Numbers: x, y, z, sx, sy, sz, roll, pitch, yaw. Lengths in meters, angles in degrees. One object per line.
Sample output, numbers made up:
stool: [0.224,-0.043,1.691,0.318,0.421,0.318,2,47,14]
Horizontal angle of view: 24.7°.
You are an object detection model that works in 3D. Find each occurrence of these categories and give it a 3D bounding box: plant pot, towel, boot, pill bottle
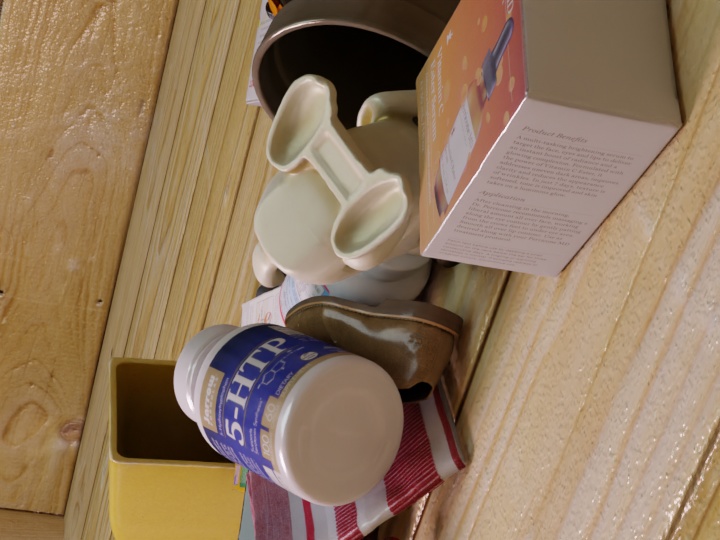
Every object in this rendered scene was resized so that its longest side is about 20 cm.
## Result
plant pot: [-0.223,0.249,2.025,0.196,0.192,0.201,-102,21,-53]
towel: [-0.009,0.166,1.349,0.199,0.023,0.145,-36,32,13]
plant pot: [0.028,-0.202,1.374,0.200,0.198,0.175,124,166,-58]
boot: [-0.002,0.067,1.381,0.199,0.073,0.076,0,69,50]
pill bottle: [-0.067,0.108,1.347,0.199,0.119,0.121,16,98,53]
pill bottle: [0.000,0.000,1.467,0.200,0.108,0.110,129,147,-61]

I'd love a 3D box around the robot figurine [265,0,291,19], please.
robot figurine: [-0.043,-0.223,1.605,0.201,0.058,0.146,59,172,43]

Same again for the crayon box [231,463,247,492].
crayon box: [-0.091,0.185,1.813,0.200,0.051,0.127,159,119,-72]

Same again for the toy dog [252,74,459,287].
toy dog: [0.024,-0.051,1.278,0.140,0.199,0.195,44,120,26]

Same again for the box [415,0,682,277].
box: [0.117,-0.114,1.096,0.200,0.105,0.154,121,154,-56]

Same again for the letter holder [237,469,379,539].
letter holder: [-0.027,0.192,1.485,0.142,0.100,0.202,32,-117,-60]

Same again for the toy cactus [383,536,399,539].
toy cactus: [-0.018,0.325,1.327,0.102,0.200,0.166,15,140,55]

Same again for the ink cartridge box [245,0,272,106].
ink cartridge box: [-0.070,-0.292,1.944,0.148,0.085,0.202,-162,80,-74]

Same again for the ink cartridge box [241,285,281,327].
ink cartridge box: [-0.065,0.092,1.695,0.200,0.050,0.163,-27,56,57]

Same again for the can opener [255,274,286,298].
can opener: [-0.094,-0.001,1.898,0.200,0.066,0.054,-115,38,-64]
